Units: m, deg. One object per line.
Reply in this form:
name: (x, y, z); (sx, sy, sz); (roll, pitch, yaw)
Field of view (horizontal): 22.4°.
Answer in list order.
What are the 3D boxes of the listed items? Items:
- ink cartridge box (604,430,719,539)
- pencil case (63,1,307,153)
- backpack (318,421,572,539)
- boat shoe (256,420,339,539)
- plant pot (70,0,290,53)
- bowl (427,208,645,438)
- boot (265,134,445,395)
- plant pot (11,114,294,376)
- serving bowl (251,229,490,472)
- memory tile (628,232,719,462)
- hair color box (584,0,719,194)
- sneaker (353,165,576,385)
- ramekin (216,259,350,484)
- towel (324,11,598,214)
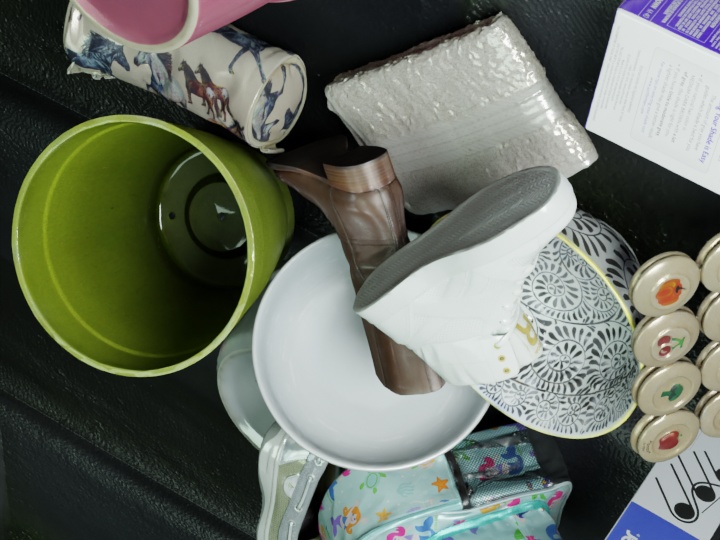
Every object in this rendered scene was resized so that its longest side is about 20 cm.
ink cartridge box: (0.244, 0.204, 1.382); (0.094, 0.200, 0.044); (30, 135, 15)
pencil case: (-0.139, -0.164, 1.444); (0.200, 0.078, 0.089); (26, 121, 19)
backpack: (0.069, 0.220, 1.524); (0.200, 0.151, 0.178); (-6, 144, -13)
boat shoe: (-0.044, 0.208, 1.577); (0.065, 0.074, 0.202); (24, 134, 28)
plant pot: (-0.113, -0.250, 1.251); (0.200, 0.179, 0.200); (23, 139, 21)
bowl: (0.148, 0.017, 1.357); (0.201, 0.094, 0.201); (27, 137, 28)
boot: (0.000, 0.000, 1.414); (0.186, 0.064, 0.200); (24, 135, 67)
plant pot: (-0.145, -0.033, 1.462); (0.200, 0.193, 0.200); (3, 100, 17)
serving bowl: (0.012, 0.067, 1.474); (0.200, 0.200, 0.066); (37, 168, 5)
memory tile: (0.259, 0.048, 1.271); (0.017, 0.153, 0.200); (-120, 15, -46)
hair color box: (0.254, -0.103, 1.175); (0.200, 0.065, 0.109); (30, 142, 17)
sneaker: (0.101, 0.010, 1.274); (0.116, 0.074, 0.200); (41, 134, -18)
ramekin: (-0.033, 0.097, 1.598); (0.200, 0.105, 0.200); (24, 141, 22)
towel: (0.069, -0.111, 1.355); (0.200, 0.034, 0.133); (-16, 117, 48)
